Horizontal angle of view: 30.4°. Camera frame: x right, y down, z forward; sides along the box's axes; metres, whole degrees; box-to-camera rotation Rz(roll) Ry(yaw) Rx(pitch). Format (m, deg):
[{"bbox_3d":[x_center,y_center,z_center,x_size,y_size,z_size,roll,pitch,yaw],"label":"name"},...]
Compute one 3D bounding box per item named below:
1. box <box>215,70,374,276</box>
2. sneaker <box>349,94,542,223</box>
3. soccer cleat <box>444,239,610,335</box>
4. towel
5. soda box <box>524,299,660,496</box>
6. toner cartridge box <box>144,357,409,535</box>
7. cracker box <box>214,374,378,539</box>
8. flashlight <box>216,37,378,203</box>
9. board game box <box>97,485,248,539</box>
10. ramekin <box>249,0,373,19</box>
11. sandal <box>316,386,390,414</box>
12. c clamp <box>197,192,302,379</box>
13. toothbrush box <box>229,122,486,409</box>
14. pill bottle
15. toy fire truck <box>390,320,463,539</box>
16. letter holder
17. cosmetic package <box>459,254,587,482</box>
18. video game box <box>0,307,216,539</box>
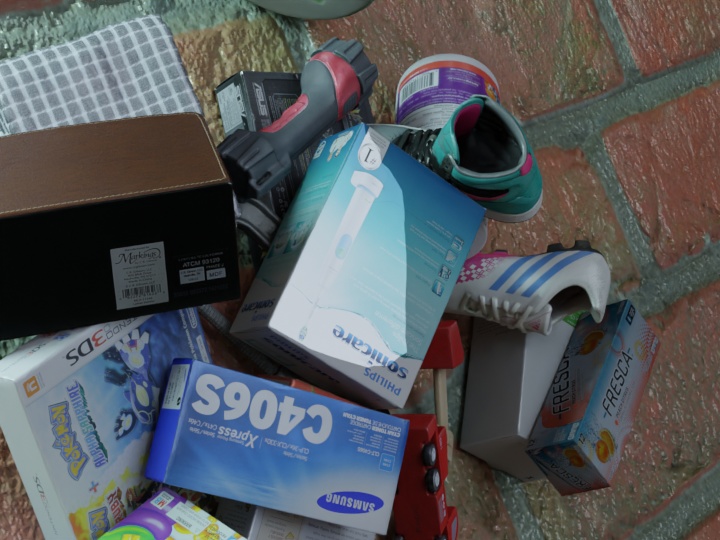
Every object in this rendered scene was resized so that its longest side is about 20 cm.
[{"bbox_3d":[-0.045,-0.089,1.271,0.157,0.048,0.203,-5,78,-43],"label":"box"},{"bbox_3d":[0.071,-0.110,1.195,0.198,0.121,0.084,15,67,10],"label":"sneaker"},{"bbox_3d":[0.147,0.025,1.303,0.070,0.197,0.087,58,28,-54],"label":"soccer cleat"},{"bbox_3d":[-0.201,-0.094,1.083,0.164,0.085,0.202,-24,91,-24],"label":"towel"},{"bbox_3d":[0.233,0.124,1.313,0.069,0.063,0.201,50,45,-20],"label":"soda box"},{"bbox_3d":[-0.061,0.139,1.035,0.198,0.043,0.096,18,80,-28],"label":"toner cartridge box"},{"bbox_3d":[-0.051,0.203,1.107,0.133,0.057,0.202,26,74,-38],"label":"cracker box"},{"bbox_3d":[-0.063,-0.139,1.203,0.200,0.067,0.068,-44,108,-37],"label":"flashlight"},{"bbox_3d":[-0.171,0.268,0.942,0.199,0.102,0.106,-37,136,-36],"label":"board game box"},{"bbox_3d":[-0.056,-0.326,1.258,0.199,0.199,0.099,27,65,-31],"label":"ramekin"},{"bbox_3d":[-0.001,0.121,1.223,0.080,0.057,0.202,47,49,-17],"label":"sandal"},{"bbox_3d":[-0.096,0.038,1.161,0.171,0.027,0.200,-44,97,-15],"label":"c clamp"},{"bbox_3d":[0.000,0.000,1.148,0.146,0.085,0.202,31,70,-22],"label":"toothbrush box"},{"bbox_3d":[0.087,-0.111,1.332,0.111,0.111,0.202,30,45,-29],"label":"pill bottle"},{"bbox_3d":[0.064,0.162,1.241,0.141,0.048,0.203,-45,130,-64],"label":"toy fire truck"},{"bbox_3d":[-0.202,-0.040,0.994,0.197,0.143,0.102,-10,123,-13],"label":"letter holder"},{"bbox_3d":[0.174,0.102,1.369,0.107,0.084,0.202,28,56,-35],"label":"cosmetic package"},{"bbox_3d":[-0.182,0.119,1.024,0.182,0.046,0.202,-38,123,-41],"label":"video game box"}]
